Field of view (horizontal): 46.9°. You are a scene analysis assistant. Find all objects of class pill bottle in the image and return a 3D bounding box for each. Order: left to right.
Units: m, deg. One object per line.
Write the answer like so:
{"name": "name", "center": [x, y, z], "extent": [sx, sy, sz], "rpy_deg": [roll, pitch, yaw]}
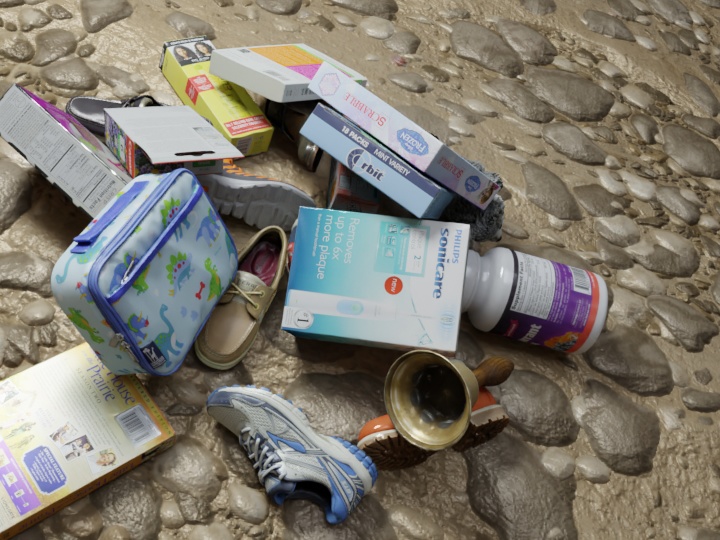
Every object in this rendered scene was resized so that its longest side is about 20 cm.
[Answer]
{"name": "pill bottle", "center": [0.206, 0.034, 1.077], "extent": [0.199, 0.112, 0.112], "rpy_deg": [15, 50, -9]}

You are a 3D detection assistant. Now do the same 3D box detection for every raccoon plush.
{"name": "raccoon plush", "center": [0.115, -0.110, 1.131], "extent": [0.200, 0.097, 0.134], "rpy_deg": [30, 19, -3]}

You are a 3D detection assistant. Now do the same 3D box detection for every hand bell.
{"name": "hand bell", "center": [0.125, 0.125, 0.927], "extent": [0.200, 0.104, 0.104], "rpy_deg": [-8, 54, -54]}

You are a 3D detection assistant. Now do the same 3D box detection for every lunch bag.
{"name": "lunch bag", "center": [-0.218, -0.001, 0.868], "extent": [0.082, 0.161, 0.200], "rpy_deg": [-2, 39, 29]}

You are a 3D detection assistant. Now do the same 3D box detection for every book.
{"name": "book", "center": [-0.097, -0.280, 1.179], "extent": [0.133, 0.048, 0.200], "rpy_deg": [28, 26, 25]}

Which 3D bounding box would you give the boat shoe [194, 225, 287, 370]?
{"name": "boat shoe", "center": [-0.139, 0.024, 0.981], "extent": [0.074, 0.066, 0.200], "rpy_deg": [21, 49, -4]}

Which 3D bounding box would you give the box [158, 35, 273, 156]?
{"name": "box", "center": [-0.206, -0.246, 1.176], "extent": [0.075, 0.050, 0.200], "rpy_deg": [-19, 64, -33]}

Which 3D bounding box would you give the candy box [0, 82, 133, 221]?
{"name": "candy box", "center": [-0.323, -0.121, 0.976], "extent": [0.200, 0.136, 0.061], "rpy_deg": [41, 91, 11]}

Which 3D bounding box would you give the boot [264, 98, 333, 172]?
{"name": "boot", "center": [-0.094, -0.197, 1.152], "extent": [0.097, 0.075, 0.200], "rpy_deg": [16, 28, -8]}

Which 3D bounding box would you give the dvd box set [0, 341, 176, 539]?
{"name": "dvd box set", "center": [-0.309, 0.162, 0.832], "extent": [0.200, 0.029, 0.146], "rpy_deg": [-28, 67, -34]}

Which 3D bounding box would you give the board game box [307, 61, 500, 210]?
{"name": "board game box", "center": [0.058, -0.163, 1.031], "extent": [0.199, 0.041, 0.200], "rpy_deg": [41, 10, 28]}

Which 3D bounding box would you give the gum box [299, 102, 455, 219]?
{"name": "gum box", "center": [0.028, -0.127, 1.011], "extent": [0.170, 0.045, 0.200], "rpy_deg": [37, 8, 6]}

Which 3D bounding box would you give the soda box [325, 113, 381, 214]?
{"name": "soda box", "center": [-0.005, -0.151, 1.167], "extent": [0.063, 0.068, 0.200], "rpy_deg": [14, 51, -11]}

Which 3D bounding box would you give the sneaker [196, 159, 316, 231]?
{"name": "sneaker", "center": [-0.155, -0.121, 1.083], "extent": [0.199, 0.078, 0.112], "rpy_deg": [14, 36, -27]}

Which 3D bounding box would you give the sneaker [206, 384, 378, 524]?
{"name": "sneaker", "center": [-0.081, 0.193, 0.869], "extent": [0.200, 0.077, 0.085], "rpy_deg": [30, 53, 3]}

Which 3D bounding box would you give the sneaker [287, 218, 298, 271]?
{"name": "sneaker", "center": [0.000, 0.000, 1.056], "extent": [0.199, 0.075, 0.085], "rpy_deg": [17, 56, -1]}

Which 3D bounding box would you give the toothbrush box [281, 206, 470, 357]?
{"name": "toothbrush box", "center": [0.021, 0.015, 0.964], "extent": [0.199, 0.085, 0.147], "rpy_deg": [8, 81, 7]}

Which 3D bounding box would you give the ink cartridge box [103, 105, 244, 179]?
{"name": "ink cartridge box", "center": [-0.222, -0.142, 0.972], "extent": [0.109, 0.051, 0.200], "rpy_deg": [-9, 31, -29]}

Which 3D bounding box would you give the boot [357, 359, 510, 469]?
{"name": "boot", "center": [0.067, 0.161, 0.957], "extent": [0.200, 0.075, 0.107], "rpy_deg": [-7, 53, -35]}

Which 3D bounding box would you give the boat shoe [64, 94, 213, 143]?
{"name": "boat shoe", "center": [-0.289, -0.201, 1.099], "extent": [0.199, 0.065, 0.072], "rpy_deg": [15, 50, -9]}
